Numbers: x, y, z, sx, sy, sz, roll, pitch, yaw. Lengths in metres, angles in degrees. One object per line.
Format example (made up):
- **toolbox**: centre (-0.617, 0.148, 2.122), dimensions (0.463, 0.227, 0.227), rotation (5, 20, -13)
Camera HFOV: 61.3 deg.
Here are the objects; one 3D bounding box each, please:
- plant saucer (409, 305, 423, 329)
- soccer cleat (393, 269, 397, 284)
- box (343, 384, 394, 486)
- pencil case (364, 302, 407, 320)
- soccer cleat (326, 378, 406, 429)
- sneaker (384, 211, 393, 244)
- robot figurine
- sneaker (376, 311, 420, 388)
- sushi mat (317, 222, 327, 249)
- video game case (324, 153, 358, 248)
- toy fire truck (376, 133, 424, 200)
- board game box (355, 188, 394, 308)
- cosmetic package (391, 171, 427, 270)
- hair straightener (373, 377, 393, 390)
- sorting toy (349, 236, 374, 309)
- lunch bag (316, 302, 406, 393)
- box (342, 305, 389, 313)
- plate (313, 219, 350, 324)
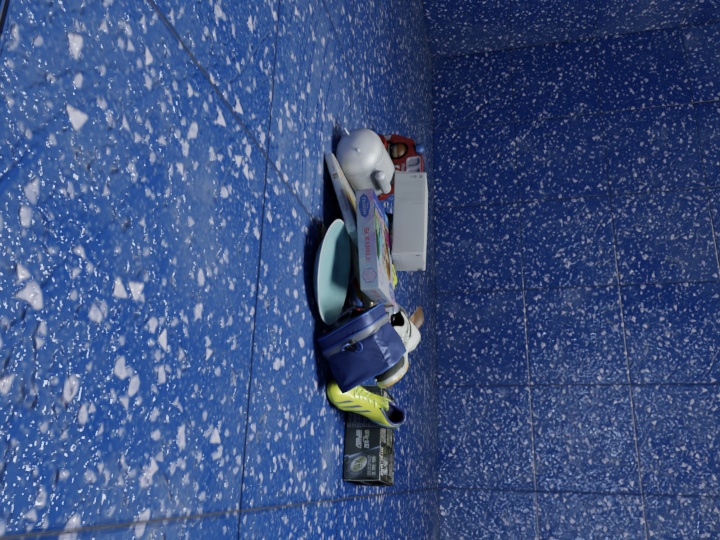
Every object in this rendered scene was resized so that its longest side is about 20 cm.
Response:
- **plant saucer**: centre (0.111, 0.183, 1.601), dimensions (0.202, 0.036, 0.201), rotation (-53, 172, -11)
- **soccer cleat**: centre (0.069, -0.015, 1.744), dimensions (0.084, 0.064, 0.204), rotation (45, 41, -33)
- **box**: centre (0.024, 0.382, 1.394), dimensions (0.164, 0.083, 0.206), rotation (58, 31, -65)
- **pencil case**: centre (0.070, 0.120, 1.638), dimensions (0.200, 0.088, 0.086), rotation (41, 64, -73)
- **soccer cleat**: centre (0.015, 0.270, 1.254), dimensions (0.198, 0.083, 0.066), rotation (35, 54, -32)
- **sneaker**: centre (0.063, -0.092, 1.485), dimensions (0.202, 0.081, 0.074), rotation (53, -11, -16)
- **robot figurine**: centre (0.011, -0.245, 1.391), dimensions (0.170, 0.113, 0.200), rotation (46, -2, 30)
- **sneaker**: centre (0.066, 0.171, 1.342), dimensions (0.089, 0.074, 0.201), rotation (56, 33, -18)
- **sushi mat**: centre (-0.057, -0.018, 1.280), dimensions (0.200, 0.012, 0.099), rotation (55, 34, -67)
- **video game case**: centre (-0.020, -0.130, 1.328), dimensions (0.200, 0.022, 0.187), rotation (54, 18, -68)
- **toy fire truck**: centre (0.096, -0.292, 1.677), dimensions (0.113, 0.163, 0.205), rotation (68, 23, -55)
- **board game box**: centre (0.033, -0.039, 1.279), dimensions (0.200, 0.040, 0.206), rotation (47, 38, -72)
- **cosmetic package**: centre (0.116, -0.112, 1.414), dimensions (0.113, 0.078, 0.206), rotation (72, 21, -67)
- **hair straightener**: centre (0.036, 0.218, 1.381), dimensions (0.202, 0.040, 0.079), rotation (62, 33, -48)
- **sorting toy**: centre (0.000, 0.000, 1.395), dimensions (0.200, 0.035, 0.190), rotation (15, 58, -82)
- **lunch bag**: centre (-0.002, 0.141, 1.197), dimensions (0.135, 0.134, 0.200), rotation (61, 11, 4)
- **box**: centre (0.016, 0.160, 1.427), dimensions (0.199, 0.039, 0.142), rotation (18, 70, -64)
- **plate**: centre (-0.059, 0.002, 1.189), dimensions (0.200, 0.025, 0.207), rotation (5, 90, -75)
